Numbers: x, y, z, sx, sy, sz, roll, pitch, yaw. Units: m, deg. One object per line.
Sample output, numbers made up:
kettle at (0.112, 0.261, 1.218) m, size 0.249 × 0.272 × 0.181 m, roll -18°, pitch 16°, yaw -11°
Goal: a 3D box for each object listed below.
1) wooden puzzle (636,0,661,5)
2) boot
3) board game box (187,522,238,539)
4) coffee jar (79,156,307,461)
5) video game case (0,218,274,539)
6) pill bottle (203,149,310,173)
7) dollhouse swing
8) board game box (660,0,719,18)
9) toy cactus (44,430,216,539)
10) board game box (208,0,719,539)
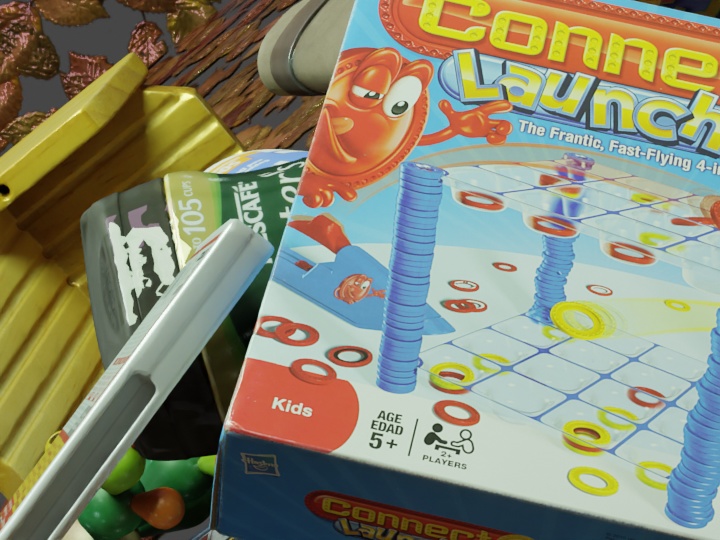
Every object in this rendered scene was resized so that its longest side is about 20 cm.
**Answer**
wooden puzzle at (0.091, -0.159, 0.980) m, size 0.185 × 0.046 × 0.200 m, roll 159°, pitch 123°, yaw -74°
boot at (0.005, -0.105, 1.131) m, size 0.146 × 0.070 × 0.200 m, roll -7°, pitch 25°, yaw 44°
board game box at (-0.091, 0.173, 1.067) m, size 0.200 × 0.035 × 0.136 m, roll -37°, pitch 14°, yaw 14°
coffee jar at (0.000, 0.000, 0.876) m, size 0.200 × 0.104 × 0.085 m, roll -15°, pitch -30°, yaw -1°
video game case at (-0.098, 0.072, 0.744) m, size 0.200 × 0.017 × 0.143 m, roll -54°, pitch 5°, yaw -6°
pill bottle at (-0.005, 0.005, 1.031) m, size 0.112 × 0.112 × 0.200 m, roll -44°, pitch 20°, yaw -16°
dollhouse swing at (-0.123, 0.023, 1.272) m, size 0.182 × 0.200 × 0.176 m, roll -38°, pitch 13°, yaw 10°
board game box at (0.180, -0.110, 1.067) m, size 0.165 × 0.057 × 0.200 m, roll -1°, pitch 35°, yaw 32°
toy cactus at (-0.109, 0.104, 1.146) m, size 0.165 × 0.102 × 0.200 m, roll -46°, pitch -3°, yaw 8°
board game box at (0.075, 0.007, 0.717) m, size 0.056 × 0.200 × 0.196 m, roll 98°, pitch -175°, yaw -52°
